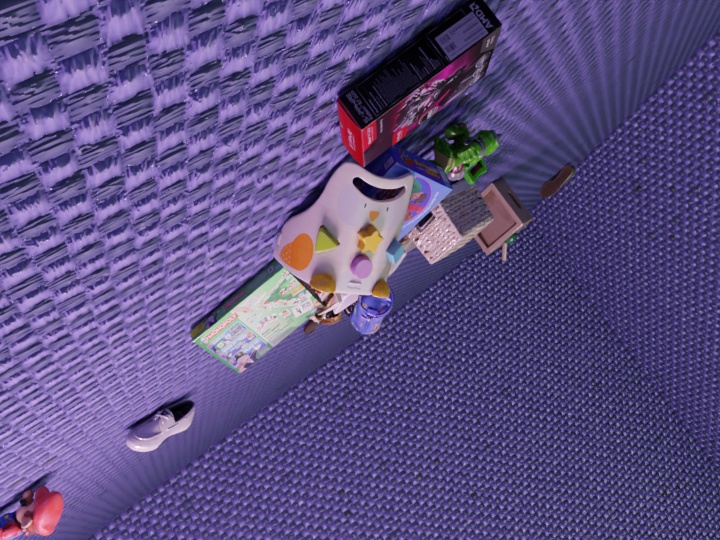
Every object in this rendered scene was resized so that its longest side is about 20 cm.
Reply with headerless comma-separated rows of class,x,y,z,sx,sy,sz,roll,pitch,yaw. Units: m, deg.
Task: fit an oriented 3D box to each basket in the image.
basket,0.215,-0.120,1.598,0.199,0.125,0.135,-29,169,-49

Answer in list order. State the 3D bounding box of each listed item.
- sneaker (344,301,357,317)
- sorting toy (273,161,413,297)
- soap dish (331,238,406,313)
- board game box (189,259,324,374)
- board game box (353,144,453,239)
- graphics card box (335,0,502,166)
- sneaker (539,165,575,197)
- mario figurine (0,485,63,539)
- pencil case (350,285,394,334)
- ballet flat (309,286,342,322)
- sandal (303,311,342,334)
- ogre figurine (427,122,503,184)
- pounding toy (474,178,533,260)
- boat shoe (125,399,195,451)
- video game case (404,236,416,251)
sneaker,-0.008,0.103,1.987,0.087,0.076,0.200,-36,170,-9
sorting toy,0.000,-0.066,0.960,0.196,0.107,0.183,5,120,-31
soap dish,0.000,0.000,1.481,0.198,0.082,0.158,-34,170,-20
board game box,-0.174,0.081,1.140,0.198,0.029,0.135,-38,136,4
board game box,0.029,-0.096,1.037,0.133,0.046,0.200,16,132,-42
graphics card box,0.065,-0.212,0.768,0.198,0.051,0.126,-38,171,-5
sneaker,0.952,-0.425,3.192,0.089,0.068,0.201,-18,155,-51
mario figurine,-0.674,0.477,1.297,0.196,0.108,0.124,-27,-153,-1
pencil case,0.023,0.088,1.484,0.200,0.076,0.088,112,3,-72
ballet flat,-0.046,0.025,1.204,0.075,0.065,0.201,-21,158,-44
sandal,-0.089,0.132,1.879,0.200,0.055,0.081,-43,170,31
ogre figurine,0.152,-0.183,1.106,0.118,0.099,0.201,-28,166,-33
pounding toy,0.431,-0.146,2.080,0.184,0.202,0.141,-42,170,35
boat shoe,-0.445,0.345,1.510,0.198,0.071,0.070,-8,129,-60
video game case,0.177,-0.111,1.810,0.198,0.026,0.181,-30,168,-41
